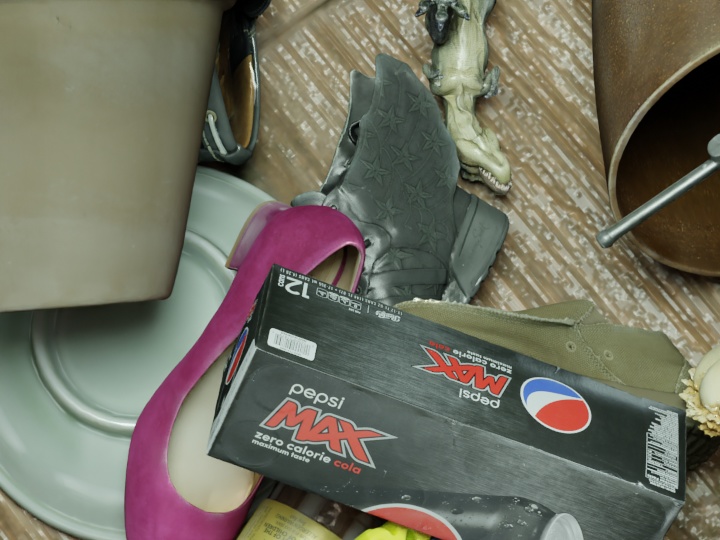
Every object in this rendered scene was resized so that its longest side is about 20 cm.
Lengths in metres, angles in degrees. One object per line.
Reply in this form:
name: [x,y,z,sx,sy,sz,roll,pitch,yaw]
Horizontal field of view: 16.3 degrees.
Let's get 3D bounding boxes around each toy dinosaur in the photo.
toy dinosaur: [0.051,-0.141,1.260,0.047,0.088,0.201,-1,71,2]

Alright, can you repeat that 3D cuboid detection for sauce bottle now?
sauce bottle: [-0.062,0.189,1.165,0.065,0.065,0.200,31,76,11]

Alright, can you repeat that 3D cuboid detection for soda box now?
soda box: [0.039,0.072,1.092,0.200,0.071,0.063,20,35,-7]

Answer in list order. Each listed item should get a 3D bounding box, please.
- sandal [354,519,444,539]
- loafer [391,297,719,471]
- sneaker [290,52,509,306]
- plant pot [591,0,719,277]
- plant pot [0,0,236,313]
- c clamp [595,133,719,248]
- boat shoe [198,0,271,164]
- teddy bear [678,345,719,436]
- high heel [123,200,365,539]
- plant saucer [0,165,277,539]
sandal: [0.047,0.152,1.133,0.200,0.080,0.087,-14,68,-30]
loafer: [0.080,0.050,1.179,0.200,0.076,0.068,18,40,-31]
sneaker: [0.001,-0.001,1.215,0.104,0.060,0.200,35,65,-11]
plant pot: [0.188,-0.132,1.218,0.186,0.187,0.200,-11,52,-2]
plant pot: [-0.149,-0.069,1.149,0.199,0.200,0.174,-5,90,0]
c clamp: [0.230,-0.014,1.182,0.171,0.200,0.027,-37,36,14]
boat shoe: [-0.069,-0.152,1.253,0.067,0.072,0.201,7,89,32]
teddy bear: [0.242,0.055,1.133,0.199,0.145,0.067,-5,91,-10]
high heel: [-0.050,0.065,1.146,0.067,0.096,0.200,25,89,-24]
plant saucer: [-0.105,0.033,1.226,0.199,0.050,0.201,-1,70,2]
